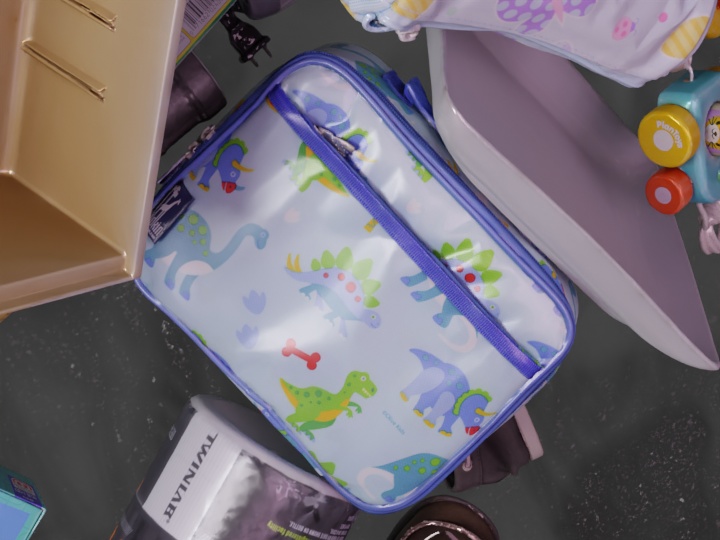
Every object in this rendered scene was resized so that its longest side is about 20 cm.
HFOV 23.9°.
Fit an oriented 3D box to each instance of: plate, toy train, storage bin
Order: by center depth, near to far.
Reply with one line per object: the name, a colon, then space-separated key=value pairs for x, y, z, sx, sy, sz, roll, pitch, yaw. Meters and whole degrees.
storage bin: x=-0.168 y=-0.086 z=0.618 sx=0.197 sy=0.093 sz=0.202 roll=-17 pitch=130 yaw=-46
plate: x=0.093 y=-0.060 z=0.842 sx=0.032 sy=0.200 sz=0.200 roll=-37 pitch=118 yaw=22
toy train: x=0.206 y=-0.113 z=0.884 sx=0.150 sy=0.055 sz=0.202 roll=23 pitch=77 yaw=-51

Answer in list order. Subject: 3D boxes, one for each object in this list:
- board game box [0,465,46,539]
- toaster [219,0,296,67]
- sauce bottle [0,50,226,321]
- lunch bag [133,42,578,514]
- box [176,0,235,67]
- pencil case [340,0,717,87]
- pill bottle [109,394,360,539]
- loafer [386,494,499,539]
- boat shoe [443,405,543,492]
board game box: x=-0.275 y=0.133 z=0.814 sx=0.199 sy=0.045 sz=0.153 roll=30 pitch=92 yaw=-25
toaster: x=-0.040 y=-0.209 z=0.781 sx=0.128 sy=0.113 sz=0.201 roll=-32 pitch=113 yaw=-13
sauce bottle: x=-0.151 y=-0.033 z=0.809 sx=0.200 sy=0.065 sz=0.065 roll=-40 pitch=114 yaw=-6
lunch bag: x=0.000 y=0.000 z=0.821 sx=0.161 sy=0.082 sz=0.200 roll=-41 pitch=93 yaw=16
box: x=-0.143 y=-0.167 z=0.732 sx=0.200 sy=0.048 sz=0.117 roll=44 pitch=130 yaw=-9
pencil case: x=0.075 y=-0.139 z=0.764 sx=0.198 sy=0.083 sz=0.092 roll=4 pitch=74 yaw=-42
pill bottle: x=-0.089 y=0.174 z=0.864 sx=0.106 sy=0.106 sz=0.201 roll=29 pitch=93 yaw=-25
loafer: x=0.026 y=0.223 z=0.931 sx=0.072 sy=0.071 sz=0.202 roll=19 pitch=97 yaw=1
boat shoe: x=0.034 y=0.031 z=0.897 sx=0.057 sy=0.067 sz=0.201 roll=-29 pitch=109 yaw=-5
